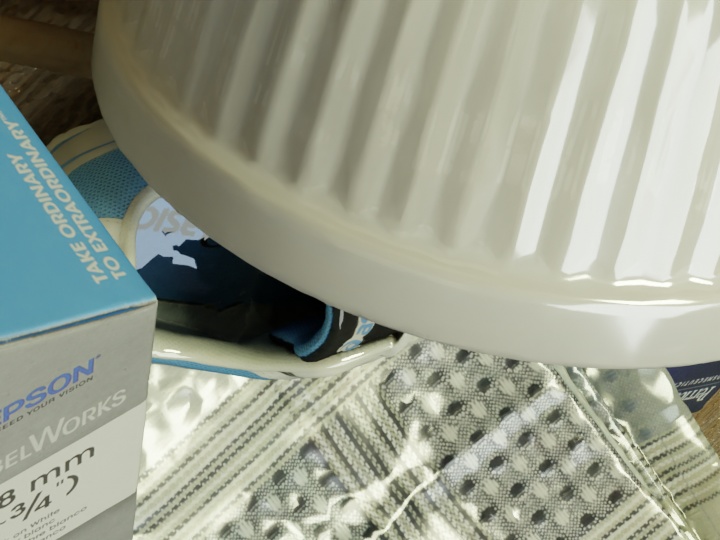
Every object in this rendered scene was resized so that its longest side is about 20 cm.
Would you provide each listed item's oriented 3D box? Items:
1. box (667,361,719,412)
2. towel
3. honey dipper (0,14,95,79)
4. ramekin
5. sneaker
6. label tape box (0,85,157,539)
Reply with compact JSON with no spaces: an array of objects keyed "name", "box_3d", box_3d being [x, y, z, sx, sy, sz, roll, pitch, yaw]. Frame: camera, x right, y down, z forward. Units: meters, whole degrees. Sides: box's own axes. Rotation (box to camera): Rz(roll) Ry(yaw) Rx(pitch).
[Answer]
[{"name":"box","box_3d":[0.113,-0.045,0.927,0.148,0.104,0.200,-6,141,-54]},{"name":"towel","box_3d":[0.009,0.077,0.745,0.200,0.193,0.035,-39,-166,-15]},{"name":"honey dipper","box_3d":[-0.061,-0.054,0.724,0.038,0.038,0.200,-47,157,21]},{"name":"ramekin","box_3d":[0.042,-0.077,0.638,0.199,0.200,0.106,-18,135,-41]},{"name":"sneaker","box_3d":[0.010,-0.004,0.676,0.199,0.073,0.072,-4,126,-23]},{"name":"label tape box","box_3d":[-0.108,-0.014,0.588,0.063,0.144,0.200,-28,156,-22]}]
